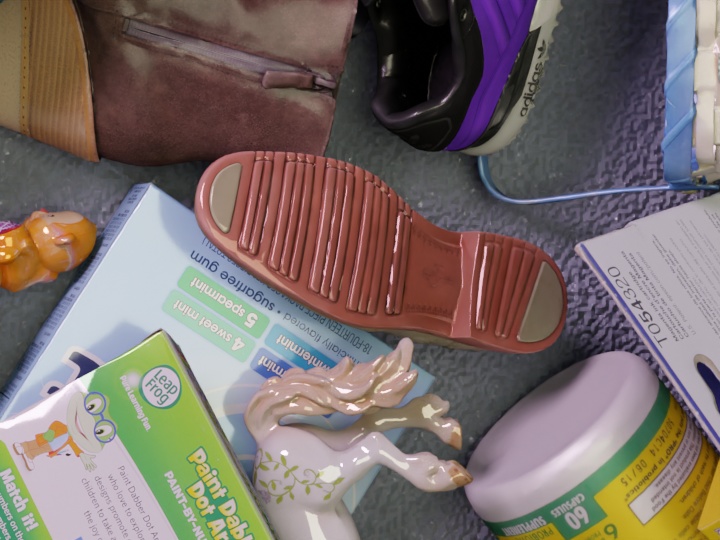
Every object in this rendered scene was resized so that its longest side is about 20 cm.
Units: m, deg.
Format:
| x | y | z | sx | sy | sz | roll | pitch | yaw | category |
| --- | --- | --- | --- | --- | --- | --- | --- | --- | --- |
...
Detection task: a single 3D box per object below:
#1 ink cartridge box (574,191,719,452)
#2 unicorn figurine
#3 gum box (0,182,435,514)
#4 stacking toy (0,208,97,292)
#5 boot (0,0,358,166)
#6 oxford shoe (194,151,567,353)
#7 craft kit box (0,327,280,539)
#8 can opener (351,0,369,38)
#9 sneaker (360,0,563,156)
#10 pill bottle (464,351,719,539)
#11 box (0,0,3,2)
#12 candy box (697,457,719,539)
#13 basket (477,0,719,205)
| x | y | z | sx | sy | sz | roll | pitch | yaw | category |
| --- | --- | --- | --- | --- | --- | --- | --- | --- | --- |
| 0.201 | 0.055 | 0.924 | 0.200 | 0.043 | 0.197 | -17 | 69 | -45 | ink cartridge box |
| -0.013 | 0.139 | 0.900 | 0.137 | 0.074 | 0.201 | -7 | 80 | -4 | unicorn figurine |
| -0.087 | 0.088 | 0.929 | 0.170 | 0.045 | 0.200 | 35 | 83 | -15 | gum box |
| -0.206 | 0.013 | 0.873 | 0.199 | 0.116 | 0.110 | -24 | 101 | -26 | stacking toy |
| -0.082 | -0.145 | 0.900 | 0.166 | 0.072 | 0.201 | 8 | 103 | -3 | boot |
| 0.000 | 0.000 | 0.922 | 0.199 | 0.074 | 0.071 | 23 | 72 | -29 | oxford shoe |
| -0.122 | 0.159 | 0.842 | 0.197 | 0.049 | 0.201 | -29 | 78 | 1 | craft kit box |
| -0.017 | -0.215 | 0.946 | 0.063 | 0.079 | 0.201 | 5 | 86 | 22 | can opener |
| 0.049 | -0.150 | 0.908 | 0.099 | 0.069 | 0.201 | -4 | 108 | -50 | sneaker |
| 0.150 | 0.148 | 0.967 | 0.113 | 0.113 | 0.200 | -41 | 102 | -12 | pill bottle |
| -0.173 | -0.148 | 0.827 | 0.200 | 0.049 | 0.082 | -34 | 100 | -3 | box |
| 0.226 | 0.094 | 0.974 | 0.102 | 0.026 | 0.200 | 45 | 40 | -11 | candy box |
| 0.154 | -0.124 | 0.960 | 0.199 | 0.139 | 0.177 | -2 | 91 | 18 | basket |
